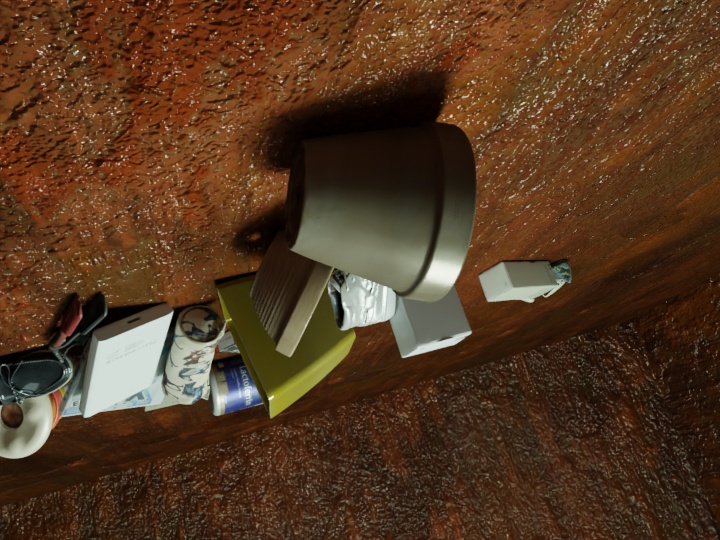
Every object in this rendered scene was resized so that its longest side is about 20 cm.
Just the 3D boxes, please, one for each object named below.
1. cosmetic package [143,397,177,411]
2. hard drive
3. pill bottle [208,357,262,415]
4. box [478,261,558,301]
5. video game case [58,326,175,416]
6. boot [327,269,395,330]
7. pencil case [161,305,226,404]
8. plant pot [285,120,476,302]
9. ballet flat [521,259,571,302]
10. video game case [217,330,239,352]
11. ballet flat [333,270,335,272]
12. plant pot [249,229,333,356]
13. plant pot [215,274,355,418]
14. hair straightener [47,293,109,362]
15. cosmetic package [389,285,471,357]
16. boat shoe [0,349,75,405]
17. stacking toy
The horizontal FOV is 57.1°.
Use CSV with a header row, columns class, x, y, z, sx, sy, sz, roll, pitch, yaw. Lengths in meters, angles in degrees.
class,x,y,z,sx,sy,sz,roll,pitch,yaw
cosmetic package,-0.403,0.227,1.374,0.103,0.072,0.200,-9,161,-24
hard drive,-0.381,0.146,1.073,0.131,0.027,0.202,-26,152,-45
pill bottle,-0.257,0.257,1.542,0.196,0.118,0.116,-12,162,-22
box,0.372,0.024,1.551,0.198,0.070,0.082,0,155,-44
video game case,-0.406,0.175,1.166,0.198,0.022,0.184,4,124,-50
boot,0.000,0.000,0.956,0.094,0.074,0.203,-16,124,-22
pencil case,-0.289,0.149,1.152,0.088,0.079,0.202,10,134,-18
plant pot,0.010,-0.072,0.731,0.170,0.204,0.200,5,156,-17
ballet flat,0.442,0.042,1.680,0.198,0.076,0.074,-28,160,30
video game case,-0.166,0.125,1.366,0.179,0.036,0.199,-27,161,24
ballet flat,-0.019,0.013,1.158,0.063,0.068,0.199,26,139,-27
plant pot,-0.093,0.008,0.922,0.091,0.203,0.201,27,154,-3
plant pot,-0.118,0.104,1.119,0.174,0.202,0.200,-25,165,-15
hair straightener,-0.414,0.092,0.996,0.076,0.042,0.200,-4,152,-40
cosmetic package,0.086,0.023,1.031,0.100,0.204,0.074,-10,163,-23
boat shoe,-0.558,0.180,1.062,0.196,0.076,0.062,-13,-168,-2
stacking toy,-0.580,0.239,1.200,0.144,0.149,0.200,-20,-179,7
